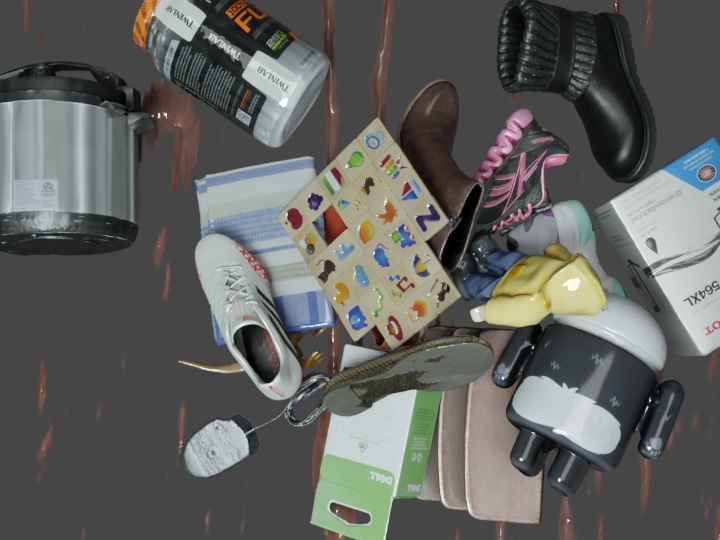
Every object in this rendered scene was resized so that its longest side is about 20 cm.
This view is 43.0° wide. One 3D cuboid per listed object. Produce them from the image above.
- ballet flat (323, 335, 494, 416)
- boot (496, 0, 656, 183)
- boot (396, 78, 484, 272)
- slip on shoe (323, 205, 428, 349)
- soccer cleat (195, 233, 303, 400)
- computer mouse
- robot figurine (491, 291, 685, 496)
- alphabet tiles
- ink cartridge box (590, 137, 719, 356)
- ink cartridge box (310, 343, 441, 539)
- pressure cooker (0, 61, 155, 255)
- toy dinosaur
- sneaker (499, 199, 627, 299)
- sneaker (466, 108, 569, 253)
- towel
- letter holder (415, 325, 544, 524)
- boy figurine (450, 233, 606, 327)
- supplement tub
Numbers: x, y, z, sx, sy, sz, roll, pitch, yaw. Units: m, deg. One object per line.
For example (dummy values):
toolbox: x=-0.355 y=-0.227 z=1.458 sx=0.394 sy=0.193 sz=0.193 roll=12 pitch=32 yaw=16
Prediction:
ballet flat: x=0.046 y=0.101 z=0.938 sx=0.199 sy=0.047 sz=0.067 roll=-23 pitch=122 yaw=29
boot: x=0.236 y=-0.199 z=1.021 sx=0.156 sy=0.079 sz=0.214 roll=-3 pitch=75 yaw=-31
boot: x=0.093 y=-0.106 z=0.989 sx=0.072 sy=0.166 sz=0.202 roll=18 pitch=95 yaw=-28
slip on shoe: x=0.000 y=0.000 z=1.014 sx=0.061 sy=0.074 sz=0.201 roll=-21 pitch=72 yaw=-35
soccer cleat: x=-0.122 y=0.043 z=0.960 sx=0.068 sy=0.085 sz=0.201 roll=-29 pitch=76 yaw=4
computer mouse: x=-0.114 y=0.172 z=1.024 sx=0.199 sy=0.034 sz=0.059 roll=-28 pitch=89 yaw=4
robot figurine: x=0.222 y=0.120 z=0.907 sx=0.149 sy=0.125 sz=0.201 roll=30 pitch=81 yaw=-13
alphabet tiles: x=0.016 y=-0.027 z=0.952 sx=0.167 sy=0.008 sz=0.201 roll=-41 pitch=74 yaw=27
ink cartridge box: x=0.381 y=-0.024 z=1.038 sx=0.145 sy=0.084 sz=0.201 roll=-31 pitch=87 yaw=-4
ink cartridge box: x=0.019 y=0.189 z=1.002 sx=0.103 sy=0.059 sz=0.202 roll=8 pitch=84 yaw=35
pressure cooker: x=-0.320 y=-0.123 z=0.971 sx=0.175 sy=0.178 sz=0.203 roll=3 pitch=81 yaw=-43
toy dinosaur: x=-0.093 y=0.086 z=1.039 sx=0.199 sy=0.061 sz=0.106 roll=-40 pitch=62 yaw=-6
sneaker: x=0.216 y=0.030 z=1.026 sx=0.138 sy=0.078 sz=0.202 roll=-20 pitch=62 yaw=3
sneaker: x=0.167 y=-0.082 z=1.031 sx=0.095 sy=0.079 sz=0.201 roll=32 pitch=84 yaw=6
towel: x=-0.107 y=-0.024 z=1.026 sx=0.145 sy=0.024 sz=0.202 roll=-10 pitch=77 yaw=9
letter holder: x=0.128 y=0.164 z=1.011 sx=0.140 sy=0.101 sz=0.203 roll=4 pitch=86 yaw=0
boy figurine: x=0.165 y=0.013 z=0.914 sx=0.124 sy=0.200 sz=0.065 roll=-36 pitch=108 yaw=-15
supplement tub: x=-0.144 y=-0.239 z=1.016 sx=0.199 sy=0.123 sz=0.123 roll=33 pitch=86 yaw=0
